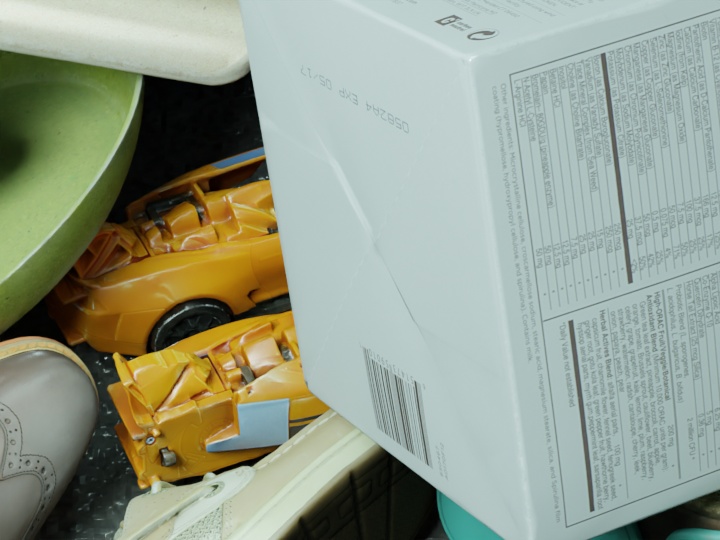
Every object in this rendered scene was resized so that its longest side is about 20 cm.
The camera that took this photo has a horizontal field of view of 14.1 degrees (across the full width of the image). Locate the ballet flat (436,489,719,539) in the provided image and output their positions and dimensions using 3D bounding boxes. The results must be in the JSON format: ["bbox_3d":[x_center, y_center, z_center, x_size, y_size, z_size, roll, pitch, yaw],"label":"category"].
[{"bbox_3d":[0.105,0.079,0.874,0.065,0.071,0.200,-25,22,-31],"label":"ballet flat"}]

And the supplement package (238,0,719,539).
[{"bbox_3d":[0.092,-0.037,0.860,0.200,0.151,0.152,-18,25,-21],"label":"supplement package"}]

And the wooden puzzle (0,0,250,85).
[{"bbox_3d":[-0.110,-0.143,1.017,0.185,0.046,0.200,9,47,1],"label":"wooden puzzle"}]

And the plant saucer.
[{"bbox_3d":[-0.154,-0.017,0.996,0.200,0.031,0.200,-22,34,16],"label":"plant saucer"}]

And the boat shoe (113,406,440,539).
[{"bbox_3d":[-0.050,0.092,0.899,0.065,0.072,0.200,34,61,30],"label":"boat shoe"}]

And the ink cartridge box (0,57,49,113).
[{"bbox_3d":[-0.088,-0.152,1.134,0.196,0.043,0.200,-34,53,-7],"label":"ink cartridge box"}]

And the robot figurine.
[{"bbox_3d":[0.000,0.000,0.993,0.200,0.058,0.145,-20,46,-15],"label":"robot figurine"}]

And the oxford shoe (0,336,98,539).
[{"bbox_3d":[-0.138,0.098,0.882,0.073,0.071,0.200,0,43,53],"label":"oxford shoe"}]
